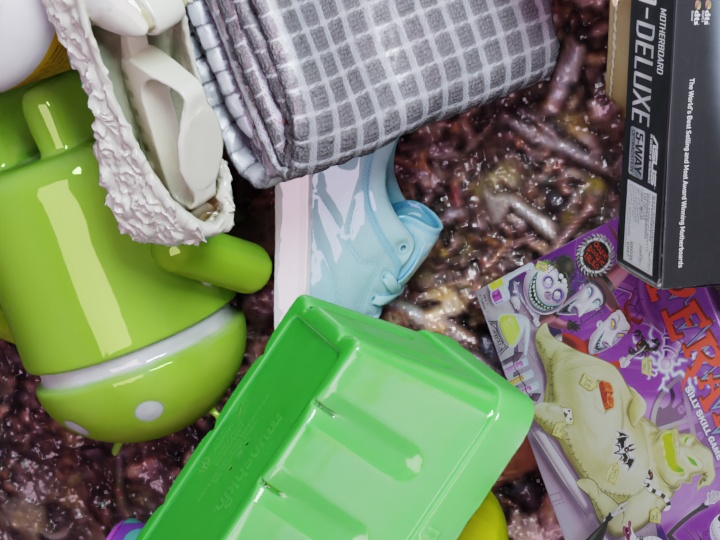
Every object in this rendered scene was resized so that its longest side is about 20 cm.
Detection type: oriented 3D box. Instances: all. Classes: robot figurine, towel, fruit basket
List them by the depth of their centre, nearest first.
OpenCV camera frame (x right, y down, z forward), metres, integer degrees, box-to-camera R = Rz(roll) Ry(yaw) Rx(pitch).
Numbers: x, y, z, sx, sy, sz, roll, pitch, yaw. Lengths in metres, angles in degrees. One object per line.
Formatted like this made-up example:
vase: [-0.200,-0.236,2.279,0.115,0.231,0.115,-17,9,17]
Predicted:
towel: [-0.009,-0.157,1.139,0.085,0.165,0.201,-9,103,61]
fruit basket: [0.012,0.133,1.193,0.215,0.155,0.217,-5,106,-18]
robot figurine: [-0.128,-0.003,1.232,0.175,0.116,0.201,-13,103,32]

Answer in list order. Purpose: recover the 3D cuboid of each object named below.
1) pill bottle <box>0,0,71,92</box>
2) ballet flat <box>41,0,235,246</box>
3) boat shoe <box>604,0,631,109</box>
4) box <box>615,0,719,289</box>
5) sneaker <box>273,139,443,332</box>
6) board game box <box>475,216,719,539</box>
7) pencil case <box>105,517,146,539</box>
pill bottle: [-0.163,-0.145,1.148,0.112,0.200,0.113,9,110,27]
ballet flat: [-0.094,-0.099,1.088,0.071,0.072,0.201,-7,119,15]
boat shoe: [0.135,-0.173,1.155,0.066,0.074,0.201,13,104,21]
box: [0.201,-0.097,1.125,0.157,0.050,0.201,-4,106,-21]
sneaker: [0.000,0.000,1.227,0.081,0.074,0.201,2,110,8]
board game box: [0.140,0.077,1.186,0.120,0.032,0.201,-27,71,23]
pencil case: [-0.057,0.210,1.285,0.199,0.092,0.085,26,115,7]
